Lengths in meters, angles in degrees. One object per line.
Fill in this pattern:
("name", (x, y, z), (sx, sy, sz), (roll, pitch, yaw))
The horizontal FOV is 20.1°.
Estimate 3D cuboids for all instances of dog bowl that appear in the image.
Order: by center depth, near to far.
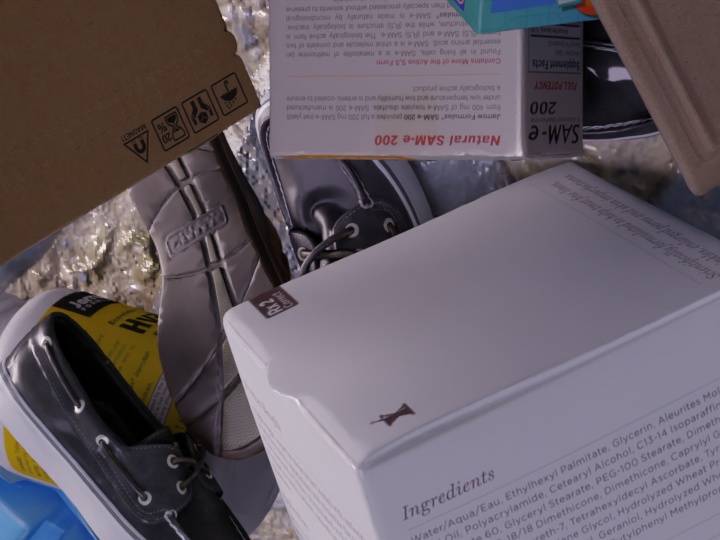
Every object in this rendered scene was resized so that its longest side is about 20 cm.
("dog bowl", (-0.201, 0.174, 1.274), (0.200, 0.050, 0.112), (42, 130, 1))

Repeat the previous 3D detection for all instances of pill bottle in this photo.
("pill bottle", (-0.143, 0.074, 1.140), (0.199, 0.111, 0.112), (15, 125, 20))

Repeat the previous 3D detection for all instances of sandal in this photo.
("sandal", (-0.073, -0.001, 1.065), (0.081, 0.054, 0.201), (-29, 71, 25))

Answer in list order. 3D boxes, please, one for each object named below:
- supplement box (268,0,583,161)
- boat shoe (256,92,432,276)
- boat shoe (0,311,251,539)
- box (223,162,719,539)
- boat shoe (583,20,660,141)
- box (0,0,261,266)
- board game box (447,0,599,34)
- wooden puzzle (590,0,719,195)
("supplement box", (0.029, -0.148, 0.889), (0.125, 0.073, 0.202), (3, 96, 28))
("boat shoe", (0.000, 0.000, 1.034), (0.070, 0.066, 0.201), (-16, 110, 34))
("boat shoe", (-0.111, 0.103, 1.034), (0.200, 0.069, 0.057), (43, 111, 14))
("box", (0.068, 0.065, 0.913), (0.199, 0.199, 0.131), (40, 151, 64))
("boat shoe", (0.067, -0.090, 0.952), (0.199, 0.066, 0.070), (11, 124, 23))
("box", (-0.150, -0.101, 0.891), (0.021, 0.200, 0.164), (-2, 117, 53))
("board game box", (0.134, -0.180, 0.794), (0.199, 0.045, 0.153), (-9, 124, -16))
("wooden puzzle", (0.170, -0.145, 0.785), (0.185, 0.037, 0.200), (-34, 132, 1))
